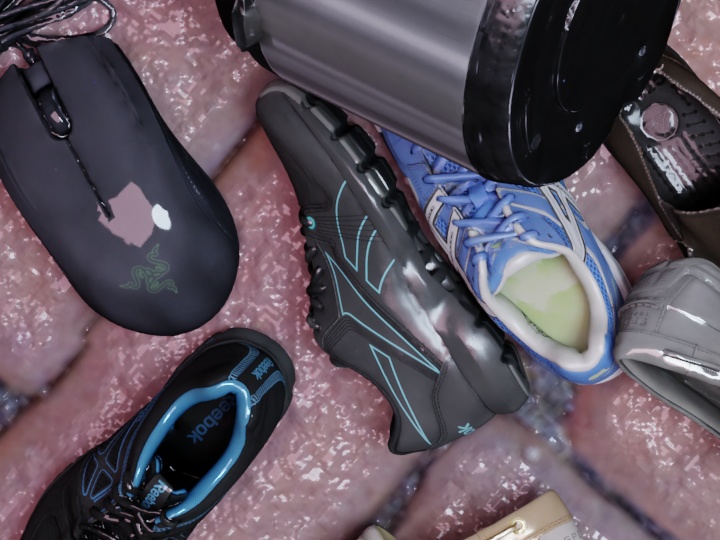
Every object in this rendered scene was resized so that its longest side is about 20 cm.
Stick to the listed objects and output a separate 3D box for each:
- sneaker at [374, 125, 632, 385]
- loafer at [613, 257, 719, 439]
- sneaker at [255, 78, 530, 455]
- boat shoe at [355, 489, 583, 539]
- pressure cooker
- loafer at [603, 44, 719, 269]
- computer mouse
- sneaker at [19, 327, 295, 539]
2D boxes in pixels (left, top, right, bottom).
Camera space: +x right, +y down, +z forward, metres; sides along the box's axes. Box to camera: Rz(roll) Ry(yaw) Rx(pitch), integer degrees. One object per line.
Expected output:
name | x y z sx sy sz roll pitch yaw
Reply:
sneaker | 0.070 -0.031 1.123 0.076 0.077 0.200 -37 90 11
loafer | 0.200 0.077 1.112 0.200 0.070 0.070 38 60 -9
sneaker | 0.000 0.000 1.136 0.079 0.075 0.200 -33 93 12
boat shoe | 0.017 0.159 1.163 0.200 0.074 0.069 -17 84 7
pressure cooker | 0.028 -0.147 1.038 0.200 0.176 0.179 27 74 26
loafer | 0.176 -0.027 1.115 0.200 0.071 0.073 45 100 -1
computer mouse | -0.140 -0.051 1.155 0.138 0.053 0.200 -37 93 9
sneaker | -0.113 0.112 1.159 0.073 0.082 0.200 37 101 -2
